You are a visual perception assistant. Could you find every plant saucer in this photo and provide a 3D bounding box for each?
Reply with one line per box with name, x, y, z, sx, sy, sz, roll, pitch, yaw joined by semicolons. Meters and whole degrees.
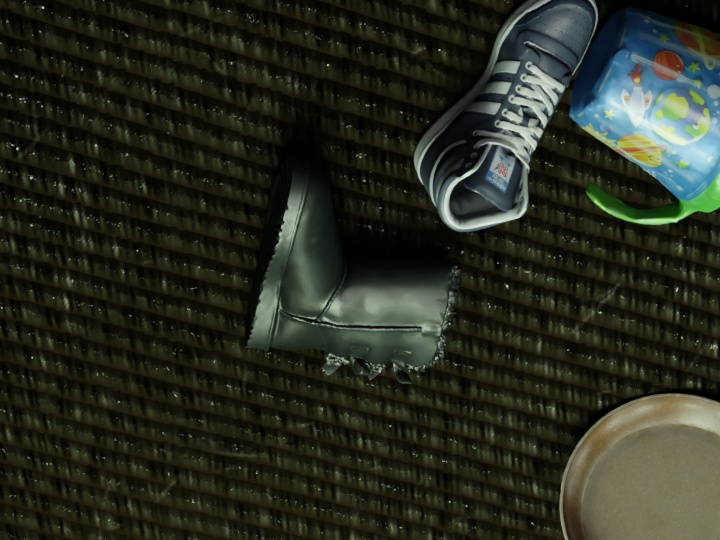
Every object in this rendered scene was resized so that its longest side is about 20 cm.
plant saucer;0.267;0.204;1.815;0.198;0.202;0.032;-9;157;-2

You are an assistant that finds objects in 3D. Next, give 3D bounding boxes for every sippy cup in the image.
sippy cup;0.233;-0.131;1.623;0.129;0.140;0.179;24;78;-9

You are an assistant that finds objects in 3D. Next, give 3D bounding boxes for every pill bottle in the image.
pill bottle;0.315;0.243;1.873;0.198;0.111;0.112;-9;123;-1

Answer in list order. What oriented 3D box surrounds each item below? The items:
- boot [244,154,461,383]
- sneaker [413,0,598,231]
boot;0.000;0.000;1.701;0.161;0.074;0.199;7;128;-9
sneaker;0.118;-0.116;1.621;0.070;0.109;0.200;29;114;-24
